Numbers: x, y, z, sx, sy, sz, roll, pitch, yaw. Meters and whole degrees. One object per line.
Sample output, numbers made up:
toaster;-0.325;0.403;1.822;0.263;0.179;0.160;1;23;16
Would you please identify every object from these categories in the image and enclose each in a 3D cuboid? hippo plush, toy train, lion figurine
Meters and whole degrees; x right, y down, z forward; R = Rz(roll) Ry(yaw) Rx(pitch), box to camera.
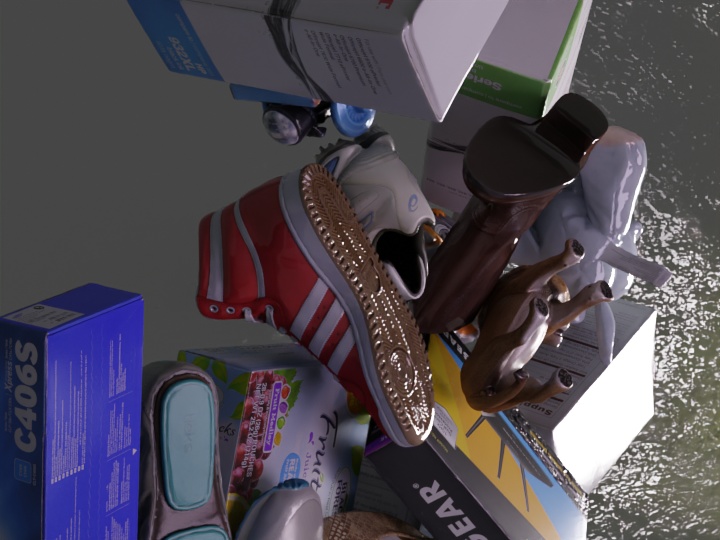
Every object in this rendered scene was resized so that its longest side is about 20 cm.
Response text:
hippo plush;0.186;-0.039;1.687;0.159;0.200;0.161;-55;160;7
toy train;-0.013;-0.173;1.377;0.200;0.087;0.114;-53;134;-34
lion figurine;0.109;0.050;1.473;0.073;0.122;0.200;52;36;-5

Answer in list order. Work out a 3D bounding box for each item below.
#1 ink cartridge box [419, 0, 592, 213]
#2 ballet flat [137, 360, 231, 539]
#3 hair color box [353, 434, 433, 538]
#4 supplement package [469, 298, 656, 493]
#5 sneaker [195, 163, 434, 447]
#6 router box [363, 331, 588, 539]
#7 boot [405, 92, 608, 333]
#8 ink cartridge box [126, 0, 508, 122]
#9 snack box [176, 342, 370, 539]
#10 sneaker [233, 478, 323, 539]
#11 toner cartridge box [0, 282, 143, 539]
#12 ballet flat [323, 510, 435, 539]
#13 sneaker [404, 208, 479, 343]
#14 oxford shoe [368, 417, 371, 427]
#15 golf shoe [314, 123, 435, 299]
ink cartridge box;0.109;-0.146;1.517;0.200;0.084;0.146;97;14;-60
ballet flat;-0.119;0.155;1.326;0.067;0.064;0.201;-4;96;-33
hair color box;0.002;0.227;1.548;0.061;0.099;0.200;19;86;-61
supplement package;0.157;0.113;1.752;0.200;0.117;0.117;-43;140;-45
sneaker;-0.034;0.035;1.362;0.200;0.112;0.071;65;28;-13
router box;0.087;0.147;1.486;0.200;0.051;0.149;50;26;-21
boot;0.075;-0.018;1.406;0.200;0.064;0.186;-53;165;31
ink cartridge box;-0.017;-0.181;1.240;0.145;0.200;0.084;-61;147;-26
snack box;-0.070;0.153;1.423;0.169;0.068;0.200;1;102;-59
sneaker;-0.044;0.235;1.356;0.076;0.081;0.201;-8;108;-53
toner cartridge box;-0.176;0.116;1.246;0.095;0.043;0.200;-22;120;-55
ballet flat;0.039;0.212;1.457;0.200;0.065;0.071;16;87;-46
sneaker;0.042;-0.015;1.558;0.200;0.078;0.077;46;36;-53
oxford shoe;0.041;0.086;1.575;0.200;0.084;0.073;-9;111;-57
golf shoe;0.000;0.000;1.413;0.078;0.097;0.200;-28;151;-27
